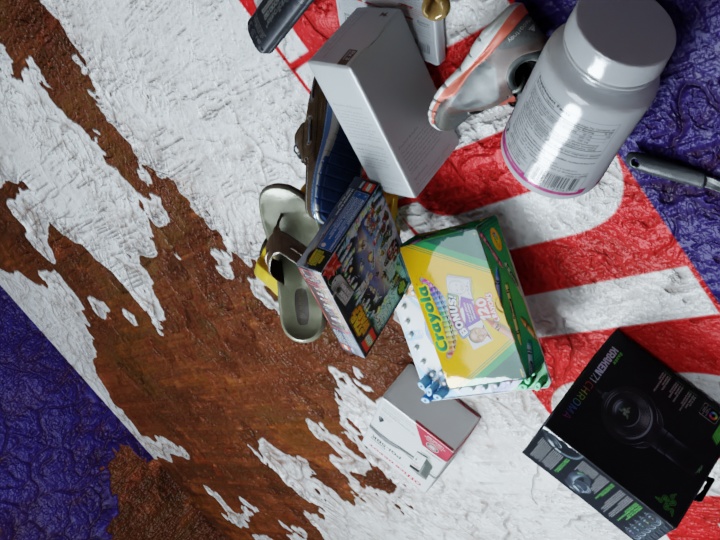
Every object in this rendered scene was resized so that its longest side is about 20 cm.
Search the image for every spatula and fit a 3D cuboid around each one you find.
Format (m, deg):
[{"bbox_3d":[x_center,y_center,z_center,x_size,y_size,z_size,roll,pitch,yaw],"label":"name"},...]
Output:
[{"bbox_3d":[0.351,-0.080,1.048,0.200,0.021,0.057,26,134,33],"label":"spatula"}]

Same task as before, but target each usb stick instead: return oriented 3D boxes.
[{"bbox_3d":[-0.087,-0.321,1.272,0.200,0.033,0.056,-31,80,60],"label":"usb stick"}]

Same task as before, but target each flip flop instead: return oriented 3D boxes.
[{"bbox_3d":[-0.085,-0.007,1.305,0.081,0.058,0.201,-3,99,20],"label":"flip flop"}]

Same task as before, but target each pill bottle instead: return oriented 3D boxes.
[{"bbox_3d":[0.215,-0.167,1.015,0.113,0.113,0.200,38,150,10],"label":"pill bottle"}]

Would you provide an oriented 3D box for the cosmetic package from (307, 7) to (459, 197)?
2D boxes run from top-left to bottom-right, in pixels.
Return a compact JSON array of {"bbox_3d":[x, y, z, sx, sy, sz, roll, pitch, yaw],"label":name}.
[{"bbox_3d":[0.030,-0.188,1.209,0.074,0.102,0.200,16,147,42],"label":"cosmetic package"}]

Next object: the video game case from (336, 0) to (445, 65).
[{"bbox_3d":[0.025,-0.326,1.146,0.143,0.018,0.200,27,147,29],"label":"video game case"}]

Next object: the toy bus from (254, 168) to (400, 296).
[{"bbox_3d":[-0.031,-0.069,1.378,0.135,0.200,0.192,34,142,15],"label":"toy bus"}]

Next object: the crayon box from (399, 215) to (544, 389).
[{"bbox_3d":[0.140,0.042,1.338,0.118,0.058,0.201,-13,102,38],"label":"crayon box"}]

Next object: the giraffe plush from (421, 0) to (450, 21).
[{"bbox_3d":[0.052,-0.326,0.983,0.199,0.173,0.162,14,155,-15],"label":"giraffe plush"}]

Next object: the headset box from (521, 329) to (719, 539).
[{"bbox_3d":[0.331,0.207,1.289,0.200,0.174,0.093,39,151,11],"label":"headset box"}]

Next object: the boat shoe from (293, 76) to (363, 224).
[{"bbox_3d":[-0.039,-0.153,1.296,0.072,0.201,0.072,4,168,41],"label":"boat shoe"}]

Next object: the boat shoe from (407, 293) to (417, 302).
[{"bbox_3d":[0.153,0.083,1.466,0.200,0.065,0.072,40,151,7],"label":"boat shoe"}]

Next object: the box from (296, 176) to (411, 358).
[{"bbox_3d":[0.000,0.000,1.314,0.040,0.137,0.200,21,155,29],"label":"box"}]

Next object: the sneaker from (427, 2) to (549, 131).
[{"bbox_3d":[0.137,-0.191,1.120,0.082,0.077,0.200,41,151,2],"label":"sneaker"}]

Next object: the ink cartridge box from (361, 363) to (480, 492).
[{"bbox_3d":[0.095,0.264,1.756,0.147,0.083,0.200,37,150,12],"label":"ink cartridge box"}]

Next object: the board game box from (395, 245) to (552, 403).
[{"bbox_3d":[0.134,0.076,1.412,0.199,0.026,0.201,-12,102,38],"label":"board game box"}]
